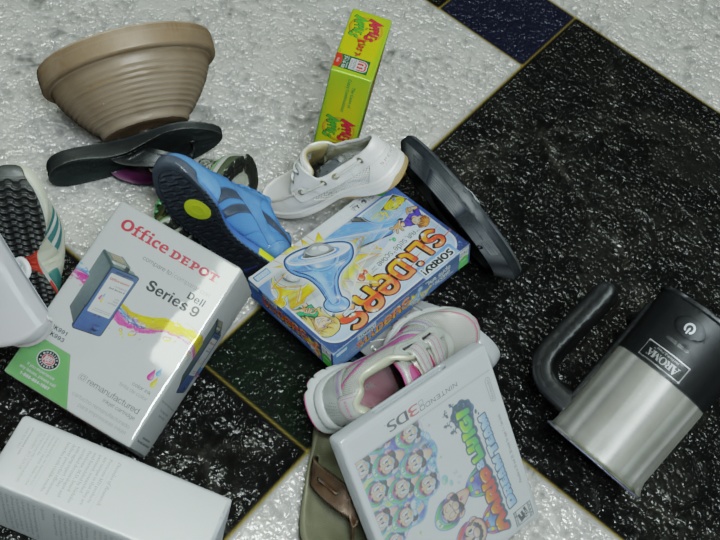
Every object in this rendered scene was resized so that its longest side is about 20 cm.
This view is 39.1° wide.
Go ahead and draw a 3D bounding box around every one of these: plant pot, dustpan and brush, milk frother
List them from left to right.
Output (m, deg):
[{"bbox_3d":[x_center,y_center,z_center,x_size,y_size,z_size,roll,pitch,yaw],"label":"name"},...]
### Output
[{"bbox_3d":[-0.351,0.033,0.944,0.140,0.200,0.057,56,31,9],"label":"dustpan and brush"},{"bbox_3d":[-0.254,-0.201,1.147,0.201,0.201,0.093,-16,89,-22],"label":"plant pot"},{"bbox_3d":[0.300,0.125,1.082,0.188,0.200,0.180,-49,47,1],"label":"milk frother"}]

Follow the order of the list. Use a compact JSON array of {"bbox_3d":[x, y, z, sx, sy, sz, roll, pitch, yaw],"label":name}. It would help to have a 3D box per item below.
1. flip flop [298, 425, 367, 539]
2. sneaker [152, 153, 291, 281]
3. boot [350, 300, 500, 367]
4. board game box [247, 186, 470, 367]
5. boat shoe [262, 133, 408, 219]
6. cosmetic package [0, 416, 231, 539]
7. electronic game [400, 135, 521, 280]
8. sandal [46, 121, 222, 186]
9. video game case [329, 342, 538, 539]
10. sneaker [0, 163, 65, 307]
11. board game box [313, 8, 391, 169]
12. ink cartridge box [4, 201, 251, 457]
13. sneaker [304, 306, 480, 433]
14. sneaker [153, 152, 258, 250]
[{"bbox_3d":[-0.014,0.205,0.990,0.081,0.058,0.200,8,55,-7],"label":"flip flop"},{"bbox_3d":[-0.144,-0.068,1.087,0.200,0.066,0.079,46,47,-37],"label":"sneaker"},{"bbox_3d":[0.042,0.078,1.090,0.200,0.074,0.096,27,60,16],"label":"boot"},{"bbox_3d":[0.000,0.000,1.079,0.200,0.034,0.135,-39,61,-23],"label":"board game box"},{"bbox_3d":[-0.043,-0.112,1.123,0.069,0.200,0.071,44,48,-34],"label":"boat shoe"},{"bbox_3d":[-0.223,0.215,0.908,0.200,0.101,0.071,22,54,1],"label":"cosmetic package"},{"bbox_3d":[0.111,-0.070,1.132,0.042,0.200,0.200,-39,69,1],"label":"electronic game"},{"bbox_3d":[-0.251,-0.120,1.152,0.200,0.075,0.048,-16,72,-12],"label":"sandal"},{"bbox_3d":[0.076,0.197,0.960,0.182,0.024,0.200,-30,111,-29],"label":"video game case"},{"bbox_3d":[-0.334,-0.048,1.005,0.070,0.200,0.094,-1,50,-6],"label":"sneaker"},{"bbox_3d":[-0.017,-0.187,1.167,0.048,0.200,0.102,18,54,-1],"label":"board game box"},{"bbox_3d":[-0.221,0.057,0.989,0.145,0.088,0.200,30,74,8],"label":"ink cartridge box"},{"bbox_3d":[0.047,0.101,0.995,0.200,0.088,0.081,-32,104,-25],"label":"sneaker"},{"bbox_3d":[-0.202,-0.061,1.136,0.089,0.077,0.200,15,49,37],"label":"sneaker"}]
